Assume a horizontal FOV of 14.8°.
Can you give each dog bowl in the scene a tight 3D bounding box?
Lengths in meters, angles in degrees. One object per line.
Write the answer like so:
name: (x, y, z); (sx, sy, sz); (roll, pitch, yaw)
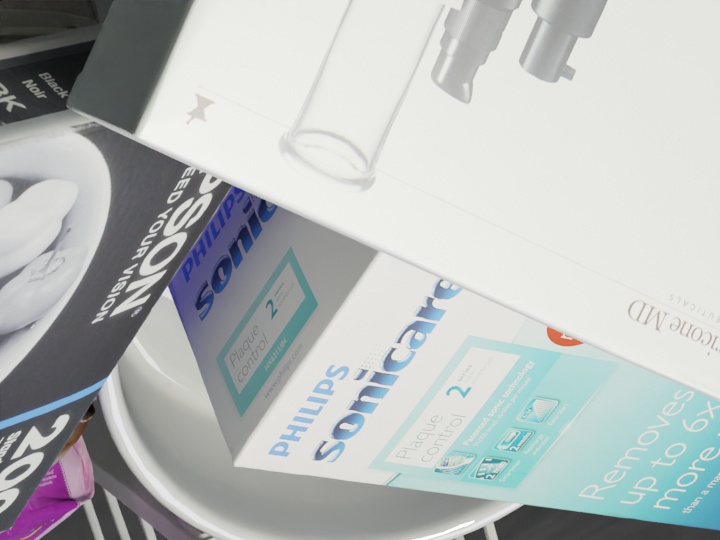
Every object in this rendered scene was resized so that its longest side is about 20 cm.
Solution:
dog bowl: (0.000, 0.000, 0.957); (0.200, 0.079, 0.201); (-8, 126, -12)

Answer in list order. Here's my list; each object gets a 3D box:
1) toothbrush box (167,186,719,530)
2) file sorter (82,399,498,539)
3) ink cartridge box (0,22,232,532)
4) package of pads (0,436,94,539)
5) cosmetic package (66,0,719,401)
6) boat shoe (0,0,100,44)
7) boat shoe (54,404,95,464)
toothbrush box: (0.064, -0.007, 0.841); (0.200, 0.085, 0.147); (12, 128, -34)
file sorter: (-0.035, 0.119, 1.276); (0.139, 0.125, 0.200); (-24, -159, -19)
ink cartridge box: (-0.099, 0.010, 0.781); (0.200, 0.043, 0.198); (-22, 153, -53)
package of pads: (-0.222, 0.122, 1.206); (0.200, 0.076, 0.120); (-35, 168, 27)
cosmetic package: (0.046, -0.068, 0.698); (0.200, 0.052, 0.151); (23, 92, -30)
boat shoe: (-0.151, -0.043, 0.726); (0.200, 0.070, 0.071); (-19, 164, -39)
boat shoe: (-0.129, 0.008, 0.901); (0.072, 0.076, 0.200); (-39, 152, 1)
